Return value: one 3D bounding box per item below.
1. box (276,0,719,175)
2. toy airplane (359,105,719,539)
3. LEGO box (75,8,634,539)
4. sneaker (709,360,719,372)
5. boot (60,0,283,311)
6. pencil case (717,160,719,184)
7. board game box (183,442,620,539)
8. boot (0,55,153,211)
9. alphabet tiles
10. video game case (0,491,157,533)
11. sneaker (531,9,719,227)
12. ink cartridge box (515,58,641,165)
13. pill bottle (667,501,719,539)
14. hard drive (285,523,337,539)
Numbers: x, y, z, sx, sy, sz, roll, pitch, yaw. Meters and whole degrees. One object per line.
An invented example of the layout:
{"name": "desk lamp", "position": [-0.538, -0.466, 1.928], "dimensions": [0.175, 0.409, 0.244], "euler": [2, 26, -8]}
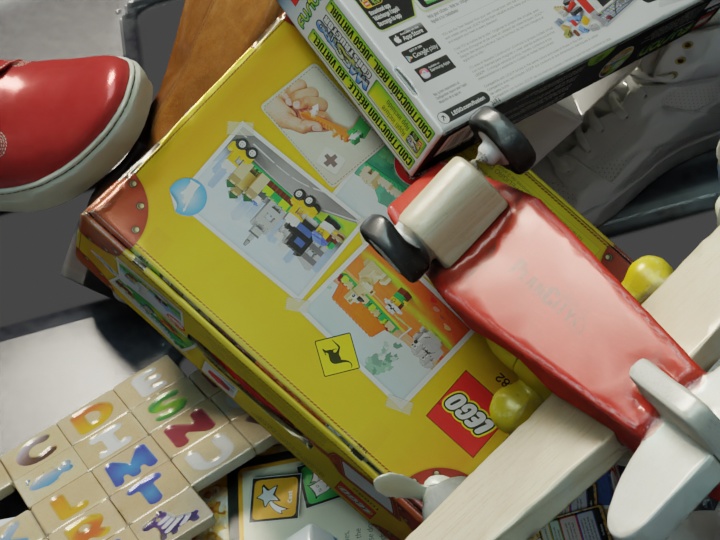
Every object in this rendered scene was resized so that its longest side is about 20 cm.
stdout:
{"name": "box", "position": [0.067, -0.127, 0.952], "dimensions": [0.200, 0.035, 0.110], "euler": [-28, 75, -35]}
{"name": "toy airplane", "position": [0.100, 0.040, 0.833], "dimensions": [0.199, 0.141, 0.200], "euler": [-7, 59, 22]}
{"name": "LEGO box", "position": [0.000, 0.000, 0.941], "dimensions": [0.200, 0.077, 0.149], "euler": [42, 73, 3]}
{"name": "sneaker", "position": [0.206, 0.056, 0.960], "dimensions": [0.200, 0.081, 0.083], "euler": [27, 54, 28]}
{"name": "boot", "position": [-0.058, -0.066, 1.068], "dimensions": [0.188, 0.068, 0.201], "euler": [20, 85, 62]}
{"name": "pencil case", "position": [0.250, -0.102, 1.049], "dimensions": [0.083, 0.091, 0.200], "euler": [17, 62, 37]}
{"name": "board game box", "position": [0.022, 0.140, 0.969], "dimensions": [0.199, 0.046, 0.152], "euler": [-11, 53, 9]}
{"name": "boot", "position": [-0.215, -0.093, 1.108], "dimensions": [0.199, 0.144, 0.073], "euler": [-12, 52, 36]}
{"name": "alphabet tiles", "position": [-0.122, 0.102, 1.015], "dimensions": [0.200, 0.008, 0.167], "euler": [-32, 26, -11]}
{"name": "video game case", "position": [-0.174, 0.184, 0.961], "dimensions": [0.143, 0.017, 0.200], "euler": [-13, 35, 26]}
{"name": "sneaker", "position": [0.122, -0.091, 1.065], "dimensions": [0.200, 0.116, 0.074], "euler": [-30, 54, -5]}
{"name": "ink cartridge box", "position": [0.032, -0.087, 1.056], "dimensions": [0.200, 0.067, 0.116], "euler": [-43, 45, 28]}
{"name": "pill bottle", "position": [0.154, 0.161, 0.846], "dimensions": [0.119, 0.120, 0.201], "euler": [18, 74, 27]}
{"name": "hard drive", "position": [-0.078, 0.211, 0.905], "dimensions": [0.200, 0.025, 0.132], "euler": [-36, 44, 22]}
